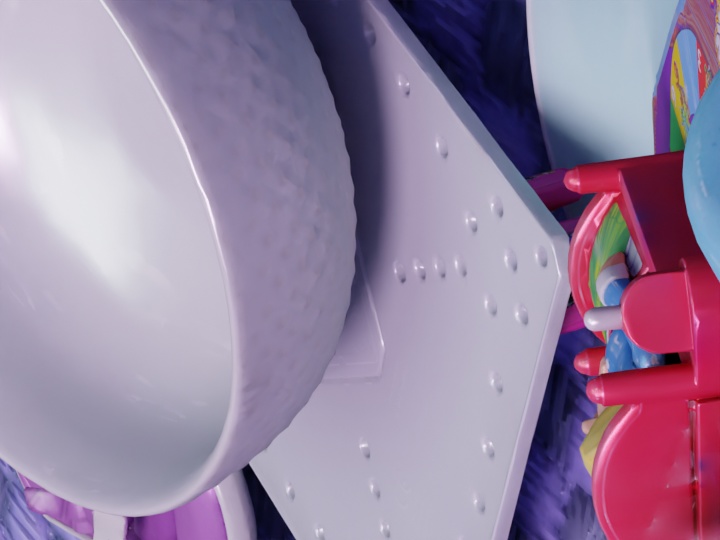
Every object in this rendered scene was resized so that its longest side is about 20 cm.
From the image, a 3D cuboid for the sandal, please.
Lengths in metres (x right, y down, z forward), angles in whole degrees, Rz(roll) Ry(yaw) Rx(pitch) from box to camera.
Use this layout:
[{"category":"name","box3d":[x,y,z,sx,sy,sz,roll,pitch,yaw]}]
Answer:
[{"category":"sandal","box3d":[-0.088,0.077,1.001,0.083,0.050,0.203,67,159,-7]}]

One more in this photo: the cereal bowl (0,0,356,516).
[{"category":"cereal bowl","box3d":[-0.070,-0.039,0.807,0.200,0.083,0.200,31,135,37]}]

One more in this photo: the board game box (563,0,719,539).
[{"category":"board game box","box3d":[0.061,0.018,0.617,0.200,0.039,0.158,93,170,-75]}]

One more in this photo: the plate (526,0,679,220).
[{"category":"plate","box3d":[0.106,-0.041,0.670,0.200,0.026,0.200,34,132,47]}]

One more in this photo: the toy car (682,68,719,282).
[{"category":"toy car","box3d":[0.158,-0.036,0.494,0.177,0.184,0.200,-9,53,25]}]

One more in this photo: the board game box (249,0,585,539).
[{"category":"board game box","box3d":[0.000,0.000,0.836,0.200,0.026,0.200,56,149,37]}]
